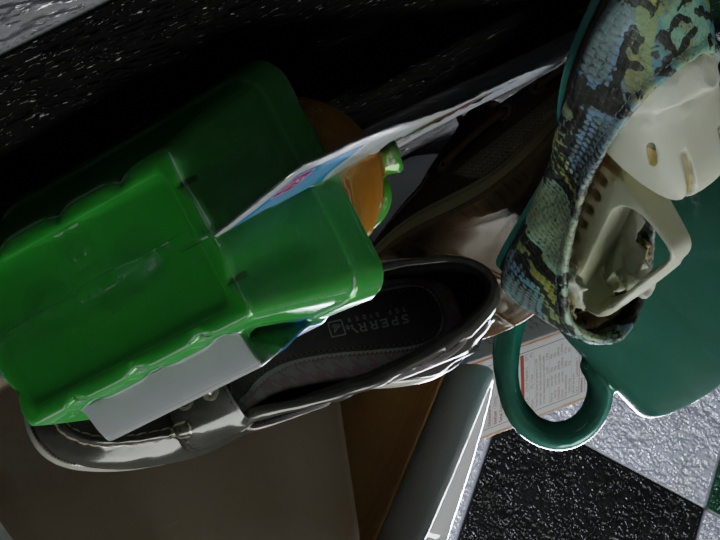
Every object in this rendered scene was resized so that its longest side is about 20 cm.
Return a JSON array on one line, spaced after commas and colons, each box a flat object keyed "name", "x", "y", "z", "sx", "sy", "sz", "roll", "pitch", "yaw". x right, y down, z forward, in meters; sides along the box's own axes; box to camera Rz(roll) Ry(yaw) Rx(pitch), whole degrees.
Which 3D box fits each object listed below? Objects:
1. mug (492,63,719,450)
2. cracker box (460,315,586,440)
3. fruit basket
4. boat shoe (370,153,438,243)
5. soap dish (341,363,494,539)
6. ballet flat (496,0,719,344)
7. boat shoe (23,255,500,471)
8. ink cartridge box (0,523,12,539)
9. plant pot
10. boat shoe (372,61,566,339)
[{"name": "mug", "x": 0.139, "y": -0.014, "z": 1.172, "sx": 0.185, "sy": 0.114, "sz": 0.152, "roll": -47, "pitch": -172, "yaw": -27}, {"name": "cracker box", "x": 0.076, "y": 0.035, "z": 1.474, "sx": 0.199, "sy": 0.058, "sz": 0.134, "roll": -18, "pitch": -151, "yaw": -30}, {"name": "fruit basket", "x": -0.037, "y": -0.012, "z": 0.887, "sx": 0.185, "sy": 0.094, "sz": 0.200, "roll": -27, "pitch": 175, "yaw": 31}, {"name": "boat shoe", "x": 0.000, "y": 0.000, "z": 1.208, "sx": 0.066, "sy": 0.072, "sz": 0.200, "roll": -7, "pitch": 156, "yaw": -49}, {"name": "soap dish", "x": -0.001, "y": 0.133, "z": 1.269, "sx": 0.200, "sy": 0.081, "sz": 0.158, "roll": 99, "pitch": 13, "yaw": -56}, {"name": "ballet flat", "x": 0.106, "y": -0.041, "z": 0.952, "sx": 0.074, "sy": 0.074, "sz": 0.200, "roll": -20, "pitch": 151, "yaw": -21}, {"name": "boat shoe", "x": -0.036, "y": 0.028, "z": 0.994, "sx": 0.199, "sy": 0.067, "sz": 0.057, "roll": -13, "pitch": 164, "yaw": -26}, {"name": "ink cartridge box", "x": -0.141, "y": 0.114, "z": 1.383, "sx": 0.068, "sy": 0.116, "sz": 0.200, "roll": -14, "pitch": 178, "yaw": 28}, {"name": "plant pot", "x": -0.083, "y": 0.079, "z": 1.101, "sx": 0.199, "sy": 0.174, "sz": 0.200, "roll": -23, "pitch": 172, "yaw": -3}, {"name": "boat shoe", "x": 0.068, "y": -0.039, "z": 1.067, "sx": 0.200, "sy": 0.072, "sz": 0.072, "roll": -43, "pitch": -153, "yaw": 35}]
